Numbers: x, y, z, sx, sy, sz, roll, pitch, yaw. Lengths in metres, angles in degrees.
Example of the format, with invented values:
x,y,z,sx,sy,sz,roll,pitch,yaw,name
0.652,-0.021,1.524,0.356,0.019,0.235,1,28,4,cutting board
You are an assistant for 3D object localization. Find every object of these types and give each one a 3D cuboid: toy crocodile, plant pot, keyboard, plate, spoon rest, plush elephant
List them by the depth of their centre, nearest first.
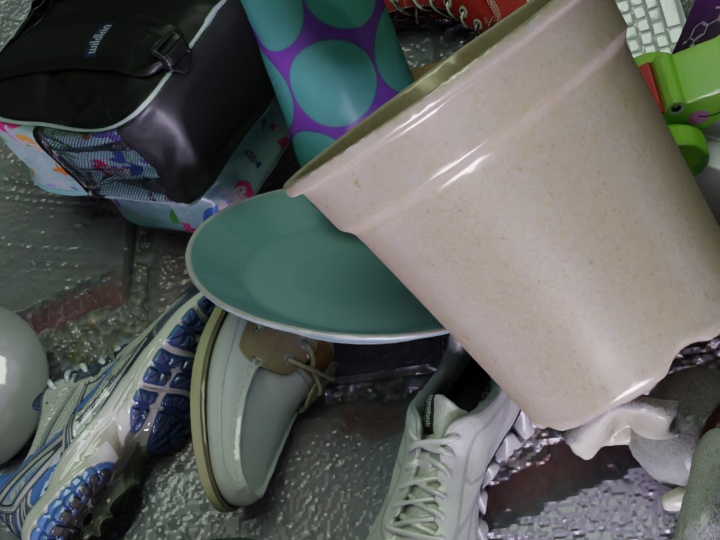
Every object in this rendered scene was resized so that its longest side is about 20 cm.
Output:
x,y,z,sx,sy,sz,roll,pitch,yaw,name
0.094,-0.027,1.059,0.200,0.200,0.184,-36,95,-4,plant pot
0.199,0.108,1.081,0.164,0.155,0.200,-7,90,-30,plush elephant
0.131,-0.074,1.157,0.200,0.062,0.068,-27,54,33,toy crocodile
0.000,0.000,1.190,0.200,0.026,0.200,1,26,0,plate
0.161,-0.201,1.302,0.056,0.011,0.200,-16,80,11,keyboard
-0.266,0.041,1.320,0.200,0.061,0.099,46,103,24,spoon rest

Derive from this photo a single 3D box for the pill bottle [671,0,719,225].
x,y,z,sx,sy,sz,roll,pitch,yaw,name
0.241,-0.124,1.213,0.112,0.113,0.200,15,66,25,pill bottle

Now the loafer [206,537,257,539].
x,y,z,sx,sy,sz,roll,pitch,yaw,name
-0.137,0.213,1.185,0.200,0.063,0.072,-21,25,2,loafer

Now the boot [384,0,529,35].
x,y,z,sx,sy,sz,roll,pitch,yaw,name
0.068,-0.160,1.327,0.144,0.072,0.200,-26,62,18,boot

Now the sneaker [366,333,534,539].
x,y,z,sx,sy,sz,roll,pitch,yaw,name
0.042,0.117,1.160,0.075,0.081,0.200,12,67,22,sneaker

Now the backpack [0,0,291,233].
x,y,z,sx,sy,sz,roll,pitch,yaw,name
-0.133,-0.118,1.299,0.200,0.151,0.178,7,54,39,backpack

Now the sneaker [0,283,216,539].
x,y,z,sx,sy,sz,roll,pitch,yaw,name
-0.153,0.080,1.250,0.085,0.077,0.200,26,71,34,sneaker

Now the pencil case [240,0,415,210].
x,y,z,sx,sy,sz,roll,pitch,yaw,name
-0.020,-0.133,1.199,0.085,0.200,0.092,-21,20,-2,pencil case

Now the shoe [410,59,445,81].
x,y,z,sx,sy,sz,roll,pitch,yaw,name
0.064,-0.100,1.256,0.200,0.070,0.054,-20,81,44,shoe

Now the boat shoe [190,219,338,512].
x,y,z,sx,sy,sz,roll,pitch,yaw,name
-0.050,0.047,1.232,0.068,0.075,0.200,-4,57,20,boat shoe
